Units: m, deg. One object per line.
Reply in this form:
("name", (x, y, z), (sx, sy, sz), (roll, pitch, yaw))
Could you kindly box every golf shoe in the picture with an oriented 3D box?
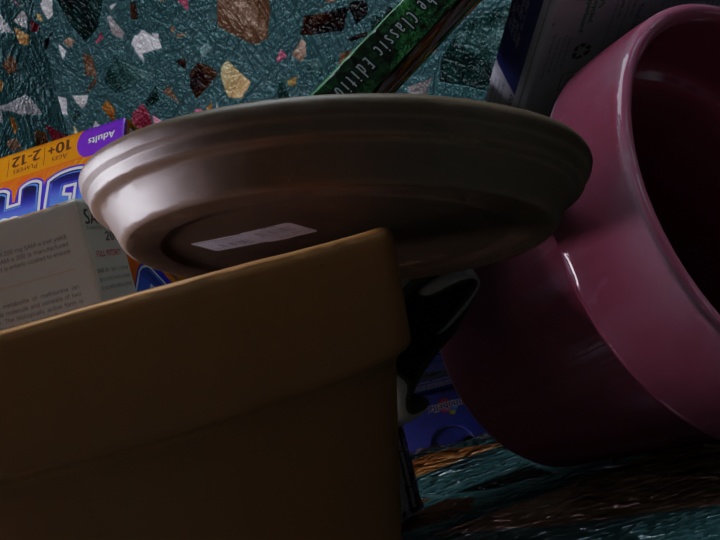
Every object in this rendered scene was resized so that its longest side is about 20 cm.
("golf shoe", (0.025, -0.002, 0.710), (0.097, 0.078, 0.201), (-6, 51, 38))

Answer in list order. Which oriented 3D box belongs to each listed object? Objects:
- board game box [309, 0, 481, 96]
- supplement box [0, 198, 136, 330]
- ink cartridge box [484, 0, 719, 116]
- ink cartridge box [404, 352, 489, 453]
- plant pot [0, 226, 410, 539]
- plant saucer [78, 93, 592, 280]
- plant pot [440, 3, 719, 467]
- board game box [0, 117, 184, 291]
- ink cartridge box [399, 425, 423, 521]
("board game box", (0.012, -0.097, 0.693), (0.200, 0.023, 0.105), (-48, 2, -20))
("supplement box", (-0.178, 0.072, 0.831), (0.125, 0.202, 0.074), (-14, 1, 8))
("ink cartridge box", (0.160, -0.100, 0.769), (0.198, 0.044, 0.197), (-11, -36, -19))
("ink cartridge box", (0.063, 0.064, 0.956), (0.135, 0.077, 0.200), (-15, 3, 15))
("plant pot", (-0.068, 0.078, 0.511), (0.198, 0.142, 0.200), (-15, 0, 0))
("plant saucer", (-0.009, -0.024, 0.579), (0.198, 0.030, 0.200), (-2, -11, 0))
("plant pot", (0.137, 0.004, 0.712), (0.199, 0.202, 0.179), (-16, -14, -42))
("board game box", (-0.215, 0.040, 1.159), (0.198, 0.202, 0.200), (-15, -32, 21))
("ink cartridge box", (-0.065, 0.121, 0.693), (0.108, 0.051, 0.199), (-14, 1, 31))
